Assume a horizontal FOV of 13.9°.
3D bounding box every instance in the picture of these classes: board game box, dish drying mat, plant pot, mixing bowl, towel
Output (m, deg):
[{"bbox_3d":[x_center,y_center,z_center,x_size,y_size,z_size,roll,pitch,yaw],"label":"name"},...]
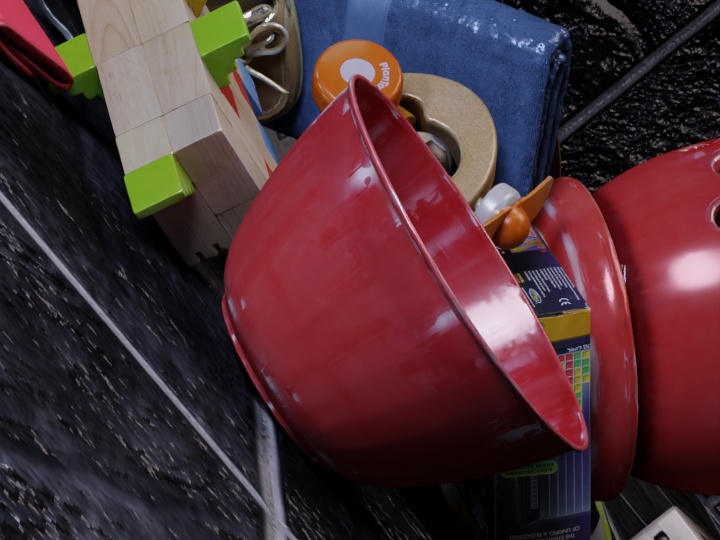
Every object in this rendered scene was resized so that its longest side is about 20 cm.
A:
[{"bbox_3d":[0.072,0.055,1.584,0.200,0.056,0.166,-118,-158,-62],"label":"board game box"},{"bbox_3d":[-0.203,-0.168,1.408,0.200,0.018,0.077,55,7,28],"label":"dish drying mat"},{"bbox_3d":[0.184,0.028,1.613,0.200,0.182,0.202,173,-90,-78],"label":"plant pot"},{"bbox_3d":[0.008,0.024,1.344,0.200,0.108,0.200,54,10,-15],"label":"mixing bowl"},{"bbox_3d":[0.018,-0.110,1.583,0.199,0.112,0.048,22,28,23],"label":"towel"}]

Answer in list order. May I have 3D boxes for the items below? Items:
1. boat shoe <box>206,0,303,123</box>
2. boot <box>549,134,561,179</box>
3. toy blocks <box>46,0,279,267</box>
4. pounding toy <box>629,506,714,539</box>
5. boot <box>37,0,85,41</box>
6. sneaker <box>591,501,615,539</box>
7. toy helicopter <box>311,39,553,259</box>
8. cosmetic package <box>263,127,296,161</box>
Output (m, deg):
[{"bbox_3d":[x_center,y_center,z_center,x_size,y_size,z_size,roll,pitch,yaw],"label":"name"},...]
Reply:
[{"bbox_3d":[-0.080,-0.151,1.522,0.063,0.073,0.201,-101,170,-55],"label":"boat shoe"},{"bbox_3d":[0.073,-0.049,1.710,0.097,0.074,0.201,-91,-172,-54],"label":"boot"},{"bbox_3d":[-0.079,-0.068,1.444,0.137,0.100,0.201,58,9,-47],"label":"toy blocks"},{"bbox_3d":[0.208,0.213,1.642,0.184,0.142,0.200,54,6,21],"label":"pounding toy"},{"bbox_3d":[-0.153,-0.168,1.598,0.200,0.068,0.131,50,11,-3],"label":"boot"},{"bbox_3d":[0.094,0.113,1.730,0.083,0.072,0.200,45,8,-41],"label":"sneaker"},{"bbox_3d":[0.024,-0.015,1.481,0.079,0.132,0.201,101,2,-56],"label":"toy helicopter"},{"bbox_3d":[-0.071,-0.191,1.767,0.199,0.123,0.201,46,-19,57],"label":"cosmetic package"}]
